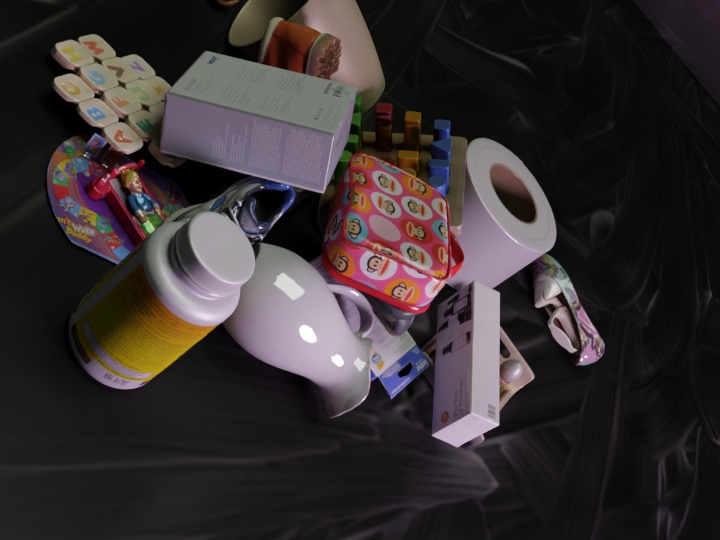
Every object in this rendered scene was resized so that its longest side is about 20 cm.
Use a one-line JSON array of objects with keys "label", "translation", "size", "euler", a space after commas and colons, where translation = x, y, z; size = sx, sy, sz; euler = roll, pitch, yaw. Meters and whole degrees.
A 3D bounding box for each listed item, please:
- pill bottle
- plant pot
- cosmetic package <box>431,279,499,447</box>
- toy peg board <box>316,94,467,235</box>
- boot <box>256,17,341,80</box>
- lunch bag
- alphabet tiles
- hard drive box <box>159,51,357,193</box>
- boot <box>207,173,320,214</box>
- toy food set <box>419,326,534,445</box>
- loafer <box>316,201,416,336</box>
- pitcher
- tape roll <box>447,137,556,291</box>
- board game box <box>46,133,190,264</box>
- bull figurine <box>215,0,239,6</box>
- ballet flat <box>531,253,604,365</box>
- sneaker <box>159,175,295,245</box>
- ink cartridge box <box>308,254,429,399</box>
[{"label": "pill bottle", "translation": [-0.192, 0.027, 1.063], "size": [0.109, 0.199, 0.110], "euler": [30, 41, -30]}, {"label": "plant pot", "translation": [-0.057, -0.318, 1.568], "size": [0.200, 0.186, 0.189], "euler": [47, 33, -32]}, {"label": "cosmetic package", "translation": [0.137, 0.119, 1.416], "size": [0.050, 0.082, 0.202], "euler": [24, 50, -24]}, {"label": "toy peg board", "translation": [0.047, -0.155, 1.504], "size": [0.196, 0.099, 0.201], "euler": [3, 44, 5]}, {"label": "boot", "translation": [-0.094, -0.242, 1.461], "size": [0.106, 0.202, 0.075], "euler": [26, 40, 15]}, {"label": "lunch bag", "translation": [0.047, -0.045, 1.341], "size": [0.175, 0.082, 0.201], "euler": [23, 36, -12]}, {"label": "alphabet tiles", "translation": [-0.273, -0.204, 1.297], "size": [0.200, 0.015, 0.196], "euler": [45, 27, 1]}, {"label": "hard drive box", "translation": [-0.116, -0.179, 1.283], "size": [0.198, 0.078, 0.156], "euler": [15, 31, 4]}, {"label": "boot", "translation": [-0.144, -0.140, 1.382], "size": [0.199, 0.073, 0.151], "euler": [-21, 72, -45]}, {"label": "toy food set", "translation": [0.164, 0.136, 1.520], "size": [0.144, 0.060, 0.200], "euler": [54, 34, 0]}, {"label": "loafer", "translation": [0.000, 0.000, 1.385], "size": [0.071, 0.063, 0.201], "euler": [-18, 57, -33]}, {"label": "pitcher", "translation": [-0.067, 0.047, 1.269], "size": [0.200, 0.121, 0.172], "euler": [43, 37, -21]}, {"label": "tape roll", "translation": [0.184, -0.081, 1.665], "size": [0.202, 0.139, 0.204], "euler": [30, 42, -30]}, {"label": "board game box", "translation": [-0.254, -0.077, 1.220], "size": [0.199, 0.039, 0.159], "euler": [28, 42, -33]}, {"label": "bull figurine", "translation": [-0.225, -0.479, 1.568], "size": [0.121, 0.065, 0.201], "euler": [-41, 103, -23]}, {"label": "ballet flat", "translation": [0.327, 0.065, 1.785], "size": [0.071, 0.069, 0.201], "euler": [-21, 77, -35]}, {"label": "sneaker", "translation": [-0.151, -0.052, 1.220], "size": [0.200, 0.085, 0.078], "euler": [-44, 115, -35]}, {"label": "ink cartridge box", "translation": [-0.001, 0.067, 1.401], "size": [0.201, 0.042, 0.119], "euler": [53, 33, 3]}]
